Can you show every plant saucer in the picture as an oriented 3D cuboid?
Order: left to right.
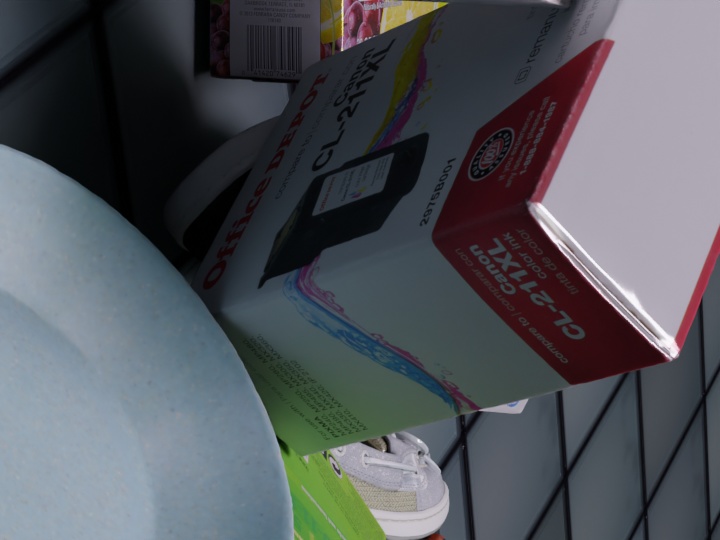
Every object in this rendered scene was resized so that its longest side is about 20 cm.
[{"bbox_3d":[-0.106,0.047,0.800,0.201,0.039,0.201,38,30,-26],"label":"plant saucer"}]

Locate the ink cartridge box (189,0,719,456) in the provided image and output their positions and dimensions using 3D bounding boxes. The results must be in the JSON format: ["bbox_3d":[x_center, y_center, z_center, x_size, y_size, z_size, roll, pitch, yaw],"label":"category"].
[{"bbox_3d":[0.040,-0.026,0.892,0.083,0.200,0.146,43,53,-24],"label":"ink cartridge box"}]

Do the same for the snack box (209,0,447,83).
[{"bbox_3d":[-0.004,-0.187,1.059,0.169,0.067,0.201,-25,117,-67],"label":"snack box"}]

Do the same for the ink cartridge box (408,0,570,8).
[{"bbox_3d":[-0.033,-0.172,0.810,0.145,0.199,0.148,10,86,-68],"label":"ink cartridge box"}]

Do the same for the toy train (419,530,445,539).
[{"bbox_3d":[0.015,0.209,1.187,0.114,0.085,0.201,-57,145,-71],"label":"toy train"}]

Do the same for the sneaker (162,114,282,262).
[{"bbox_3d":[0.000,0.000,1.033,0.073,0.112,0.200,-44,165,14],"label":"sneaker"}]

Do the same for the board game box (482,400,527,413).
[{"bbox_3d":[0.066,-0.054,1.138,0.135,0.034,0.201,111,-21,-48],"label":"board game box"}]

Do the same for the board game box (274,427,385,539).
[{"bbox_3d":[-0.022,0.117,0.913,0.096,0.030,0.200,57,10,-20],"label":"board game box"}]

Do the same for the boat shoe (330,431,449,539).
[{"bbox_3d":[-0.017,0.085,1.083,0.202,0.074,0.065,7,87,-60],"label":"boat shoe"}]
